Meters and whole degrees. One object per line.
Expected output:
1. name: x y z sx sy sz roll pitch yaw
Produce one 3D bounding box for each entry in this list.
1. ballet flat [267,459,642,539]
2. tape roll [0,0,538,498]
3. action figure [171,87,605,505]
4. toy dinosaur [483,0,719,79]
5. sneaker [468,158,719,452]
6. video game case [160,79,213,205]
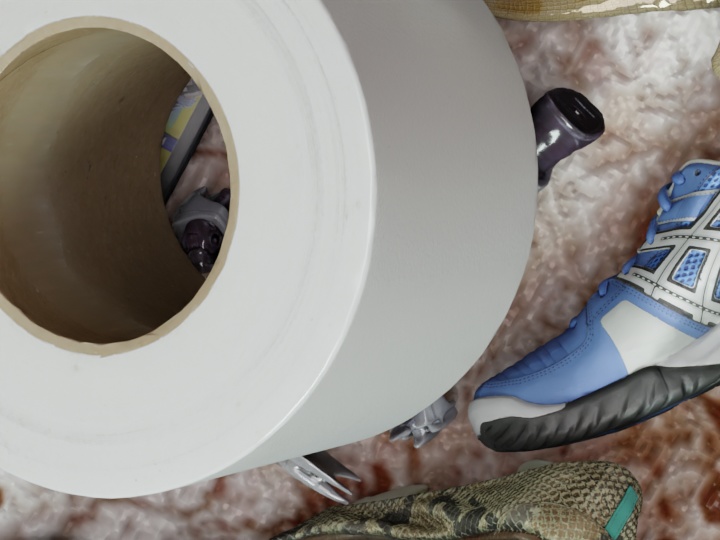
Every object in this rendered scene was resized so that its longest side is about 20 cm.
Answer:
1. ballet flat: 0.031 0.105 1.087 0.200 0.075 0.068 -17 114 48
2. tape roll: -0.056 -0.031 0.992 0.202 0.139 0.203 2 95 25
3. action figure: 0.000 0.000 1.089 0.130 0.069 0.200 40 108 -9
4. toy dinosaur: 0.138 -0.110 1.072 0.200 0.058 0.101 -28 81 4
5. sneaker: 0.125 0.003 1.080 0.200 0.076 0.077 -30 85 2
6. video game case: -0.138 -0.115 1.101 0.200 0.026 0.181 29 101 -1
